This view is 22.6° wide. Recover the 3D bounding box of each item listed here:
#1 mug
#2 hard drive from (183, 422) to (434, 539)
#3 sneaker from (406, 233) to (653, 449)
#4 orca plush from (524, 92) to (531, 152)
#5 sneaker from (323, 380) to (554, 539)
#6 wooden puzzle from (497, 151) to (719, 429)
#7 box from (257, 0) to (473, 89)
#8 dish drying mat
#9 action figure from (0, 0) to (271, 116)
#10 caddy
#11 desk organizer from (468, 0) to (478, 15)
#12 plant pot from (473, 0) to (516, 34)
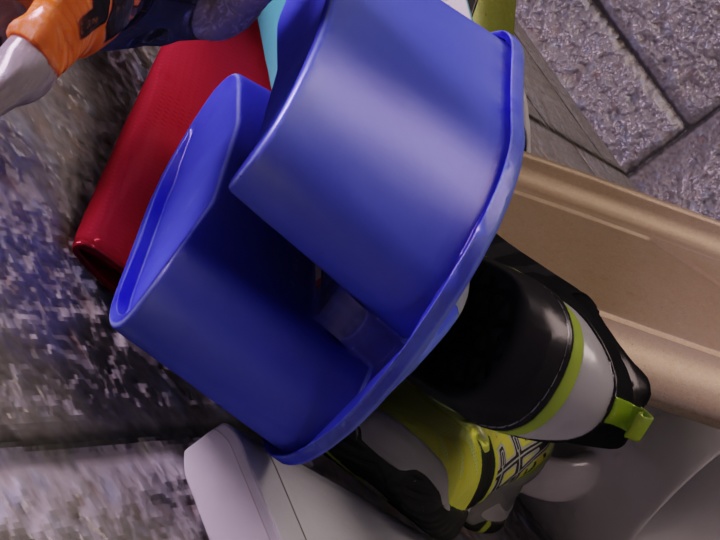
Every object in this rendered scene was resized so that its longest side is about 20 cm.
[{"bbox_3d":[0.114,0.066,0.945,0.199,0.148,0.176,-8,48,-46],"label":"mug"},{"bbox_3d":[0.022,0.141,0.645,0.200,0.027,0.132,38,20,-50],"label":"hard drive"},{"bbox_3d":[0.047,0.023,0.705,0.082,0.072,0.200,25,11,-28],"label":"sneaker"},{"bbox_3d":[0.044,-0.044,1.037,0.200,0.070,0.106,124,-53,-71],"label":"orca plush"},{"bbox_3d":[0.037,0.063,0.756,0.075,0.077,0.200,37,5,14],"label":"sneaker"},{"bbox_3d":[0.129,0.014,0.848,0.183,0.037,0.200,19,24,-8],"label":"wooden puzzle"},{"bbox_3d":[-0.006,-0.140,0.790,0.081,0.049,0.202,-1,59,-18],"label":"box"},{"bbox_3d":[-0.061,-0.047,0.733,0.077,0.018,0.201,39,35,-19],"label":"dish drying mat"},{"bbox_3d":[-0.107,-0.114,0.574,0.200,0.105,0.193,37,32,24],"label":"action figure"},{"bbox_3d":[-0.004,-0.023,0.624,0.105,0.142,0.201,34,28,-15],"label":"caddy"},{"bbox_3d":[0.010,-0.102,1.006,0.071,0.077,0.201,21,53,-2],"label":"desk organizer"},{"bbox_3d":[0.026,-0.165,1.178,0.187,0.186,0.202,37,36,-50],"label":"plant pot"}]
